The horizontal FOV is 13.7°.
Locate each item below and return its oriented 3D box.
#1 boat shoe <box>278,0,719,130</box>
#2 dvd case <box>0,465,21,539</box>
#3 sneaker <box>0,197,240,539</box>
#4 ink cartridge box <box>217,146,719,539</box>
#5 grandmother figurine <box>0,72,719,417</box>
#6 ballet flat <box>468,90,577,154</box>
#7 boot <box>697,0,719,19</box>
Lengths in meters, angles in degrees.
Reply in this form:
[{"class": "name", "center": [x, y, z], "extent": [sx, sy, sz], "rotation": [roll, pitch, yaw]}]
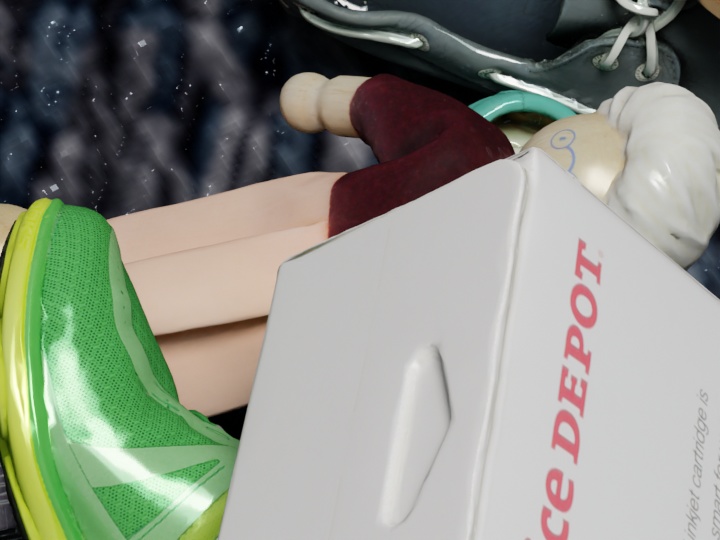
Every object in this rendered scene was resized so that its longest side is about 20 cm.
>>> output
[{"class": "boat shoe", "center": [0.064, -0.068, 0.831], "extent": [0.199, 0.062, 0.073], "rotation": [18, 103, 5]}, {"class": "dvd case", "center": [-0.194, 0.017, 0.798], "extent": [0.199, 0.016, 0.149], "rotation": [-9, 70, -12]}, {"class": "sneaker", "center": [-0.033, 0.073, 0.717], "extent": [0.083, 0.074, 0.200], "rotation": [-21, 77, -8]}, {"class": "ink cartridge box", "center": [0.064, 0.090, 0.674], "extent": [0.200, 0.086, 0.148], "rotation": [37, 47, -30]}, {"class": "grandmother figurine", "center": [0.000, 0.000, 0.761], "extent": [0.200, 0.061, 0.122], "rotation": [-16, 75, 21]}, {"class": "ballet flat", "center": [0.049, 0.041, 0.791], "extent": [0.067, 0.070, 0.201], "rotation": [-6, 68, -11]}, {"class": "boot", "center": [0.118, -0.149, 0.770], "extent": [0.200, 0.155, 0.077], "rotation": [35, 39, 14]}]
